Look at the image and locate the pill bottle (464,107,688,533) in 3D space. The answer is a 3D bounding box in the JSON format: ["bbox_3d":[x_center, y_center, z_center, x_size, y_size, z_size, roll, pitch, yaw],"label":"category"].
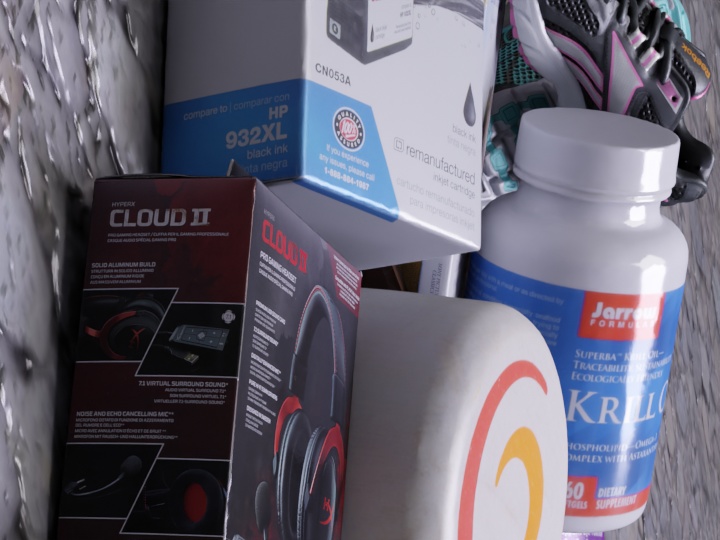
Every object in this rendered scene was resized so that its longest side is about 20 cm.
[{"bbox_3d":[0.107,0.023,1.521,0.112,0.112,0.201,-47,146,-70],"label":"pill bottle"}]

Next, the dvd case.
[{"bbox_3d":[0.054,-0.074,1.499,0.143,0.017,0.201,-25,123,-83],"label":"dvd case"}]

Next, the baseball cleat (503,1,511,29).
[{"bbox_3d":[0.066,-0.214,1.733,0.070,0.106,0.201,87,9,-73],"label":"baseball cleat"}]

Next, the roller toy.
[{"bbox_3d":[0.007,0.100,1.377,0.200,0.139,0.183,-25,117,-64],"label":"roller toy"}]

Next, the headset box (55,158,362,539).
[{"bbox_3d":[-0.059,0.057,1.227,0.149,0.075,0.201,44,49,-66],"label":"headset box"}]

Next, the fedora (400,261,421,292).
[{"bbox_3d":[0.064,-0.011,1.671,0.082,0.200,0.201,-52,-161,43],"label":"fedora"}]

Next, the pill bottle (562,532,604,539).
[{"bbox_3d":[0.088,0.108,1.754,0.111,0.111,0.201,24,64,-74],"label":"pill bottle"}]

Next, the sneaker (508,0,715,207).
[{"bbox_3d":[0.139,-0.116,1.552,0.080,0.086,0.200,-64,145,-41],"label":"sneaker"}]

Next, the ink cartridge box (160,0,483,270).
[{"bbox_3d":[-0.014,-0.115,1.361,0.145,0.083,0.201,20,67,-51],"label":"ink cartridge box"}]

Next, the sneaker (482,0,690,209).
[{"bbox_3d":[0.091,-0.093,1.652,0.200,0.091,0.078,-34,123,-28],"label":"sneaker"}]

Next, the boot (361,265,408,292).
[{"bbox_3d":[0.000,0.000,1.501,0.097,0.074,0.201,-53,137,-64],"label":"boot"}]
